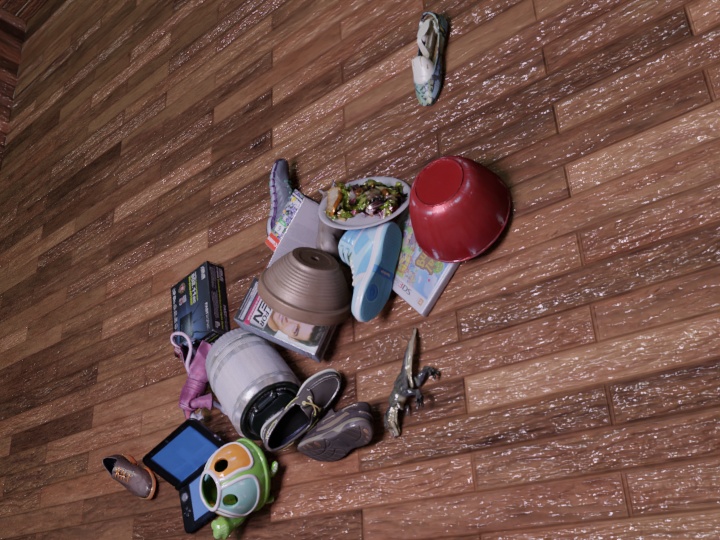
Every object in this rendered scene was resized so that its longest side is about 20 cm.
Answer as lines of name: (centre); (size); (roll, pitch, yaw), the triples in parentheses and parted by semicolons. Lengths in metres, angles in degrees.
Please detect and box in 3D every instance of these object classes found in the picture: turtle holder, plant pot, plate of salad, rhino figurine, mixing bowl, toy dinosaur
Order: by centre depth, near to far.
mixing bowl: (0.162, -0.130, 1.264); (0.196, 0.108, 0.205); (-17, 54, 24)
toy dinosaur: (0.093, 0.204, 1.271); (0.087, 0.047, 0.205); (5, 74, 49)
plant pot: (-0.101, 0.017, 1.396); (0.200, 0.197, 0.095); (41, 121, 42)
plate of salad: (0.007, -0.147, 1.410); (0.194, 0.049, 0.202); (-10, 34, 7)
turtle holder: (-0.262, 0.437, 1.423); (0.142, 0.130, 0.187); (53, 126, 23)
rhino figurine: (-0.058, -0.107, 1.494); (0.059, 0.087, 0.206); (-18, 60, 33)

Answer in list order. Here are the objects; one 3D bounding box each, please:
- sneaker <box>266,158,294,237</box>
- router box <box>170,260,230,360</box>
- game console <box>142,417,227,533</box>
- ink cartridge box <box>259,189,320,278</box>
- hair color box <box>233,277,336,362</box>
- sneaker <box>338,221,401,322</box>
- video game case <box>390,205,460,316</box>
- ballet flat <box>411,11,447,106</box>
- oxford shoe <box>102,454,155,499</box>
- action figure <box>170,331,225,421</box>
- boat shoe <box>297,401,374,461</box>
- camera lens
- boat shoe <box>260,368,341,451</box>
sneaker: (-0.165, -0.164, 1.640); (0.085, 0.074, 0.207); (-2, 79, 23)
router box: (-0.400, 0.102, 1.741); (0.148, 0.062, 0.204); (-32, 55, 27)
game console: (-0.373, 0.455, 1.543); (0.199, 0.117, 0.175); (-39, 51, 24)
ink cartridge box: (-0.147, -0.064, 1.544); (0.050, 0.108, 0.203); (38, 100, 43)
hair color box: (-0.152, 0.102, 1.449); (0.195, 0.061, 0.101); (21, 72, 17)
sneaker: (0.000, 0.000, 1.383); (0.128, 0.079, 0.205); (6, 69, 41)
video game case: (0.121, -0.044, 1.354); (0.182, 0.022, 0.203); (40, 102, 43)
ballet flat: (0.136, -0.447, 1.465); (0.073, 0.073, 0.206); (-6, 70, 40)
oxford shoe: (-0.575, 0.513, 1.734); (0.197, 0.072, 0.073); (12, 81, 43)
action figure: (-0.373, 0.260, 1.602); (0.131, 0.148, 0.205); (0, 67, 37)
boat shoe: (-0.043, 0.308, 1.345); (0.198, 0.074, 0.074); (-29, 31, 36)
camera lens: (-0.222, 0.237, 1.460); (0.162, 0.158, 0.200); (-55, 47, 10)
boat shoe: (-0.110, 0.277, 1.371); (0.201, 0.072, 0.060); (-43, 14, -5)
